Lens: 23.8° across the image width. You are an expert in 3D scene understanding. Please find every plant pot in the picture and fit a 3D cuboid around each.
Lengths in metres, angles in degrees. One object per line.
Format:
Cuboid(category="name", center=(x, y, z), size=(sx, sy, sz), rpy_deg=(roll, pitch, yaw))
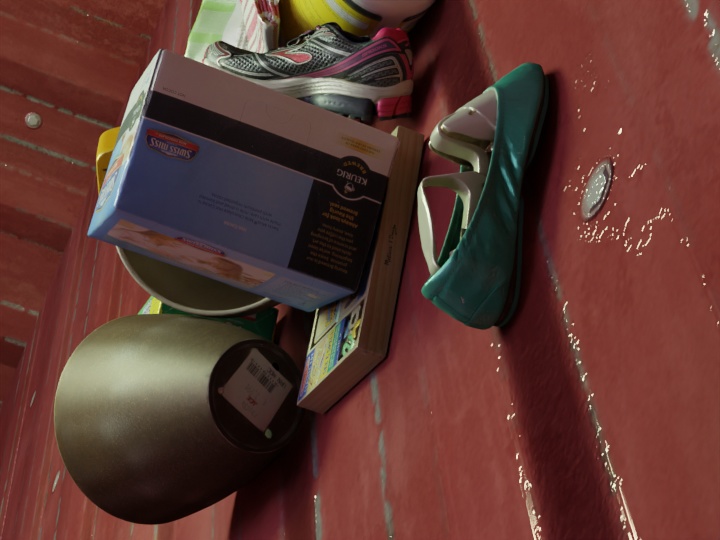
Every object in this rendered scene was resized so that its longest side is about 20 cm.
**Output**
Cuboid(category="plant pot", center=(-0.136, 0.115, 1.450), size=(0.199, 0.186, 0.188), rpy_deg=(-18, 53, 55))

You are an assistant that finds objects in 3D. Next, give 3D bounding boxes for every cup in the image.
Cuboid(category="cup", center=(-0.110, -0.043, 1.539), size=(0.143, 0.199, 0.202), rpy_deg=(55, -130, -73))

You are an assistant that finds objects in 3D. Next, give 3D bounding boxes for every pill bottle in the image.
Cuboid(category="pill bottle", center=(-0.010, -0.234, 1.514), size=(0.200, 0.111, 0.113), rpy_deg=(138, 148, -60))

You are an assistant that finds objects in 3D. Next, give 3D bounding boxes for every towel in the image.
Cuboid(category="towel", center=(-0.076, -0.259, 1.689), size=(0.031, 0.198, 0.150), rpy_deg=(43, -122, -57))
Cuboid(category="towel", center=(-0.097, -0.238, 1.578), size=(0.147, 0.030, 0.201), rpy_deg=(96, 170, -49))

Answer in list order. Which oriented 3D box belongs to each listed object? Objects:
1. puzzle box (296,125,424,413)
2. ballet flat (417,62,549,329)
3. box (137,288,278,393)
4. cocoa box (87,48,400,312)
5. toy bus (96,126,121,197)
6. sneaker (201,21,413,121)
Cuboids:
Cuboid(category="puzzle box", center=(0.000, 0.000, 1.354), size=(0.133, 0.025, 0.201), rpy_deg=(132, 153, -57))
Cuboid(category="ballet flat", center=(0.074, -0.060, 1.077), size=(0.067, 0.070, 0.201), rpy_deg=(132, 153, -56))
Cuboid(category="box", center=(-0.163, 0.070, 1.669), size=(0.200, 0.116, 0.049), rpy_deg=(136, 148, -61))
Cuboid(category="cocoa box", center=(-0.093, -0.064, 1.328), size=(0.133, 0.198, 0.132), rpy_deg=(156, 132, -70))
Cuboid(category="toy bus", center=(-0.157, -0.108, 1.671), size=(0.065, 0.198, 0.079), rpy_deg=(-100, 8, -66))
Cuboid(category="sneaker", center=(-0.042, -0.174, 1.438), size=(0.080, 0.198, 0.075), rpy_deg=(-17, -67, -62))
